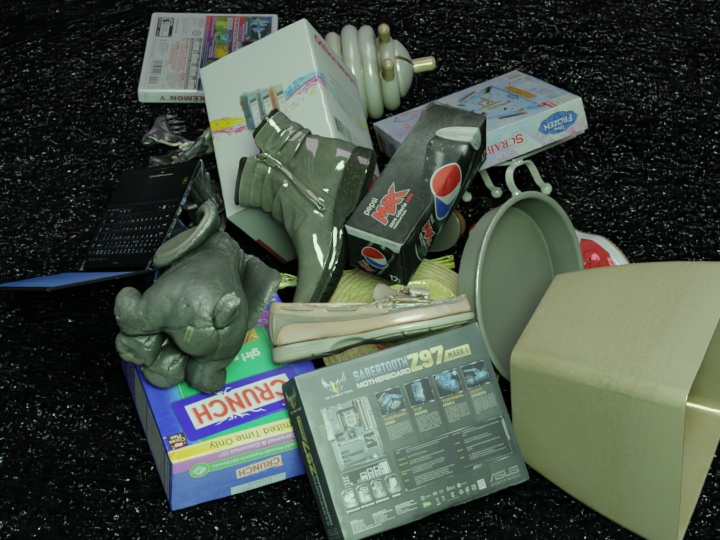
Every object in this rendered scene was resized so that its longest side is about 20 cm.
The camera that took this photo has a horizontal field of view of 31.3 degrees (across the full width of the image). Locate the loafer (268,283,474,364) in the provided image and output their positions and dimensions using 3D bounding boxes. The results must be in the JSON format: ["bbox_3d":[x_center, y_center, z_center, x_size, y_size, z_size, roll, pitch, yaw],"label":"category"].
[{"bbox_3d":[0.007,0.041,1.227,0.198,0.072,0.064,-13,82,4],"label":"loafer"}]

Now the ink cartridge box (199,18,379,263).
[{"bbox_3d":[-0.073,-0.143,1.436,0.143,0.145,0.202,-21,62,17],"label":"ink cartridge box"}]

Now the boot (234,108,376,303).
[{"bbox_3d":[-0.070,-0.053,1.310,0.129,0.202,0.068,19,9,8],"label":"boot"}]

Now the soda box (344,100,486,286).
[{"bbox_3d":[0.061,-0.082,1.317,0.070,0.064,0.201,19,54,21],"label":"soda box"}]

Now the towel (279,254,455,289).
[{"bbox_3d":[0.000,0.000,1.418,0.198,0.018,0.086,-6,3,-10],"label":"towel"}]

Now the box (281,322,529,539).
[{"bbox_3d":[0.042,0.150,1.200,0.198,0.051,0.159,-15,82,-23],"label":"box"}]

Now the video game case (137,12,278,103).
[{"bbox_3d":[-0.205,-0.292,1.762,0.180,0.023,0.201,0,41,-2],"label":"video game case"}]

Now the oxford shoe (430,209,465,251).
[{"bbox_3d":[0.027,-0.058,1.497,0.198,0.072,0.071,11,11,16],"label":"oxford shoe"}]

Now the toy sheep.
[{"bbox_3d":[-0.002,-0.252,1.644,0.197,0.139,0.139,-3,42,3],"label":"toy sheep"}]

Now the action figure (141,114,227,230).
[{"bbox_3d":[-0.179,-0.111,1.496,0.101,0.120,0.200,-24,42,-18],"label":"action figure"}]

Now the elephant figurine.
[{"bbox_3d":[-0.150,0.004,1.233,0.153,0.142,0.201,7,45,14],"label":"elephant figurine"}]

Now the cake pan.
[{"bbox_3d":[0.166,0.020,1.324,0.036,0.202,0.200,0,33,42],"label":"cake pan"}]

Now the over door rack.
[{"bbox_3d":[0.168,-0.129,1.533,0.147,0.067,0.200,-1,27,36],"label":"over door rack"}]

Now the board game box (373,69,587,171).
[{"bbox_3d":[0.135,-0.169,1.505,0.198,0.042,0.200,-21,22,-8],"label":"board game box"}]

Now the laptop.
[{"bbox_3d":[-0.285,-0.046,1.363,0.176,0.103,0.202,0,63,52],"label":"laptop"}]

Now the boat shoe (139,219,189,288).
[{"bbox_3d":[-0.217,-0.018,1.423,0.084,0.069,0.200,-27,50,-28],"label":"boat shoe"}]

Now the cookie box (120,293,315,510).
[{"bbox_3d":[-0.133,0.119,1.271,0.169,0.076,0.201,-13,45,-19],"label":"cookie box"}]

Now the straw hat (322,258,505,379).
[{"bbox_3d":[0.059,0.050,1.306,0.199,0.085,0.203,3,62,-5],"label":"straw hat"}]

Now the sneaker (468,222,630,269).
[{"bbox_3d":[0.205,-0.009,1.431,0.112,0.072,0.200,-22,40,-30],"label":"sneaker"}]

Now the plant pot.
[{"bbox_3d":[0.247,0.110,1.225,0.175,0.201,0.200,12,42,24],"label":"plant pot"}]
